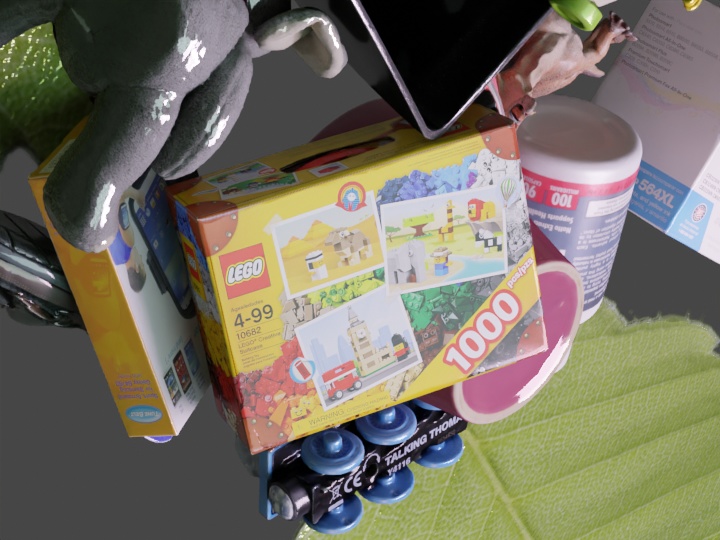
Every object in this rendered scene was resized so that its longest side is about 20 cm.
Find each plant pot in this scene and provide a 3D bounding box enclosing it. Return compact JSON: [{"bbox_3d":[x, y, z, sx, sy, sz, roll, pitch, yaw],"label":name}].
[{"bbox_3d":[0.015,-0.233,0.980,0.200,0.177,0.200,-49,144,-10],"label":"plant pot"},{"bbox_3d":[0.050,0.007,1.219,0.199,0.179,0.202,-30,139,-30],"label":"plant pot"}]

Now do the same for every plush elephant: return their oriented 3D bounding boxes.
[{"bbox_3d":[-0.101,-0.134,0.937,0.200,0.165,0.155,-42,168,20],"label":"plush elephant"}]

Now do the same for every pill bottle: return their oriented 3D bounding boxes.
[{"bbox_3d":[0.140,-0.023,1.351,0.119,0.119,0.202,-20,132,-39],"label":"pill bottle"}]

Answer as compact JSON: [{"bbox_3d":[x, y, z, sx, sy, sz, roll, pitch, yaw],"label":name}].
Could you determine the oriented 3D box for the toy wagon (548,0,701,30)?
[{"bbox_3d":[0.155,-0.212,0.977,0.156,0.039,0.200,-54,146,-1],"label":"toy wagon"}]

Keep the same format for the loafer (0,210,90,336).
[{"bbox_3d":[-0.182,0.018,1.053,0.063,0.072,0.199,-53,148,9],"label":"loafer"}]

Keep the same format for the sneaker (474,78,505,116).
[{"bbox_3d":[0.068,-0.126,1.151,0.087,0.073,0.202,-4,79,-60],"label":"sneaker"}]

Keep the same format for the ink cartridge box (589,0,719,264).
[{"bbox_3d":[0.281,-0.131,1.422,0.128,0.125,0.201,20,103,-54],"label":"ink cartridge box"}]

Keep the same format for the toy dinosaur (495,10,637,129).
[{"bbox_3d":[0.122,-0.150,1.259,0.136,0.086,0.200,-47,170,9],"label":"toy dinosaur"}]

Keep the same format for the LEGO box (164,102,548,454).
[{"bbox_3d":[0.000,0.000,1.034,0.198,0.077,0.151,-18,112,-17],"label":"LEGO box"}]

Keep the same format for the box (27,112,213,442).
[{"bbox_3d":[-0.124,0.002,1.037,0.119,0.041,0.202,-59,137,-52],"label":"box"}]

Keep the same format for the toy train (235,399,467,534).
[{"bbox_3d":[-0.005,0.118,1.302,0.199,0.114,0.087,-28,134,-34],"label":"toy train"}]
